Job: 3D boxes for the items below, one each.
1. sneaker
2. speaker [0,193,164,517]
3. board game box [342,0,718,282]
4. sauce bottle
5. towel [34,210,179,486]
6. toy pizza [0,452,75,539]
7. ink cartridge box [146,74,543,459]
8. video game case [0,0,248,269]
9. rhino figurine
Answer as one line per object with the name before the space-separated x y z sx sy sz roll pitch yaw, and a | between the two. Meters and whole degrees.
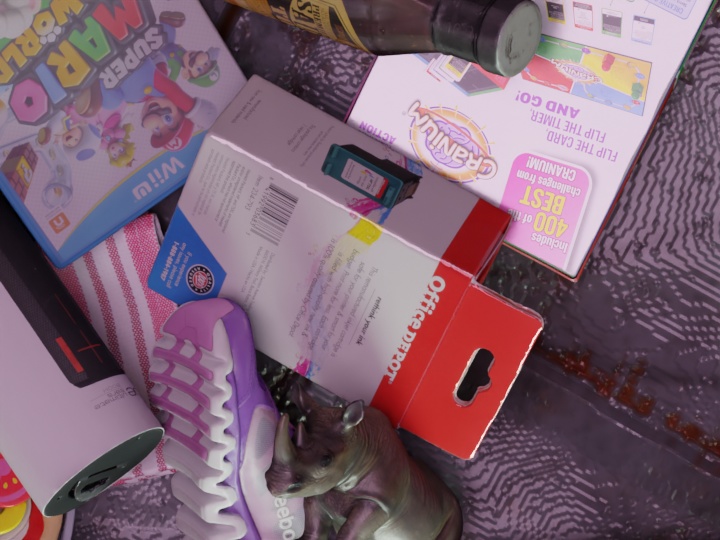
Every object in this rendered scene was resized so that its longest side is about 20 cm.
sneaker | -0.056 0.102 1.460 0.088 0.080 0.201 -17 116 -23
speaker | -0.190 0.031 1.453 0.081 0.081 0.200 -38 77 12
board game box | 0.093 -0.118 1.438 0.152 0.040 0.201 28 101 5
sauce bottle | 0.001 -0.147 1.401 0.199 0.066 0.066 23 102 34
towel | -0.186 0.060 1.514 0.199 0.030 0.147 -15 94 11
toy pizza | -0.252 0.120 1.458 0.199 0.032 0.201 3 74 -10
ink cartridge box | 0.000 0.000 1.434 0.199 0.067 0.116 29 129 4
video game case | -0.152 -0.115 1.423 0.143 0.018 0.200 -35 122 -5
rhino figurine | -0.003 0.118 1.420 0.060 0.200 0.088 19 71 33
